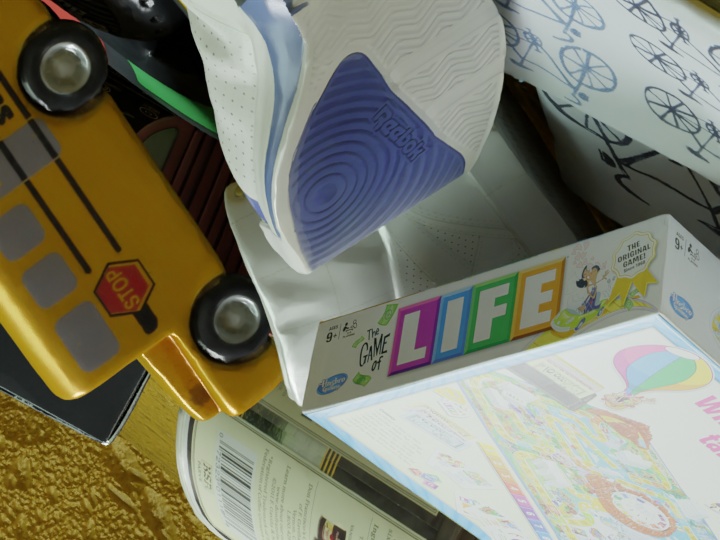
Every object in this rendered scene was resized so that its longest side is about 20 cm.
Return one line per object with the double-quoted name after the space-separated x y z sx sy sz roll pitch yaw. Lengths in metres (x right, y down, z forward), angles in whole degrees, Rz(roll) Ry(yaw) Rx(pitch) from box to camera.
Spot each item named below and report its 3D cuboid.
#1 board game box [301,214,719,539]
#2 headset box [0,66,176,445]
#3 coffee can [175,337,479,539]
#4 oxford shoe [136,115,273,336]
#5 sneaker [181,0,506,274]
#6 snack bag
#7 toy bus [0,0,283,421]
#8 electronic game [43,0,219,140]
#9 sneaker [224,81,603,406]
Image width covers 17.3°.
0.097 0.063 0.749 0.134 0.034 0.200 -17 139 37 "board game box"
-0.143 -0.034 0.978 0.174 0.093 0.200 29 -162 -6 "headset box"
0.030 0.097 1.058 0.200 0.146 0.146 28 163 49 "coffee can"
0.000 0.000 0.901 0.199 0.071 0.075 27 -178 -6 "oxford shoe"
-0.029 -0.104 0.645 0.115 0.080 0.200 51 166 39 "sneaker"
0.107 -0.025 0.663 0.188 0.021 0.200 35 167 25 "snack bag"
-0.106 -0.029 0.794 0.200 0.078 0.065 57 170 -25 "toy bus"
-0.090 -0.107 0.786 0.200 0.042 0.200 38 169 9 "electronic game"
0.032 0.021 0.803 0.200 0.115 0.074 54 -165 -32 "sneaker"
